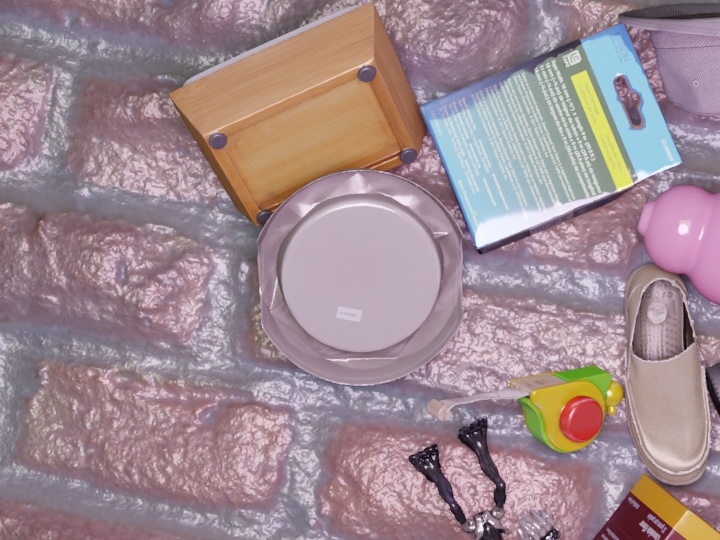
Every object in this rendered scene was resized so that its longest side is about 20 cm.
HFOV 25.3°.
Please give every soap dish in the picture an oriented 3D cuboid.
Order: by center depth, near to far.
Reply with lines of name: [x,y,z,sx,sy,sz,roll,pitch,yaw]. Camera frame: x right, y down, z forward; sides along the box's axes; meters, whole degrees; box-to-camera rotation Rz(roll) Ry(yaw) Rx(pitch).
soap dish: [-0.050,-0.135,1.448,0.199,0.158,0.081,-23,46,5]

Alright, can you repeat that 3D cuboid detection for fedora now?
fedora: [0.327,-0.185,1.396,0.199,0.177,0.091,4,105,36]

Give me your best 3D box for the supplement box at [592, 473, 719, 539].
supplement box: [0.266,0.319,1.343,0.197,0.133,0.200,38,91,-8]

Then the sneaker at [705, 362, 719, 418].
sneaker: [0.390,0.156,1.407,0.104,0.060,0.201,-26,85,4]

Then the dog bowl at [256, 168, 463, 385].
dog bowl: [0.000,0.000,1.444,0.199,0.059,0.201,0,108,-1]

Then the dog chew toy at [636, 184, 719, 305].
dog chew toy: [0.340,-0.018,1.392,0.199,0.125,0.125,18,87,7]

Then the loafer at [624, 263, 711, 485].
loafer: [0.267,0.091,1.423,0.075,0.068,0.201,-10,82,9]

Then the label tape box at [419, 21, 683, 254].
label tape box: [0.173,-0.118,1.460,0.199,0.063,0.145,-22,81,6]

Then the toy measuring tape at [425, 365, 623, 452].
toy measuring tape: [0.149,0.132,1.412,0.199,0.074,0.074,-9,82,-27]

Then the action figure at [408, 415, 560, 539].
action figure: [0.115,0.239,1.417,0.118,0.102,0.201,-27,78,4]
